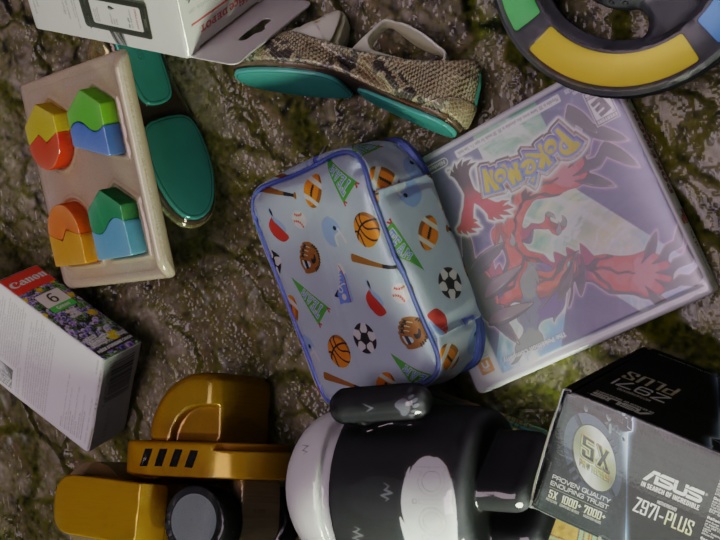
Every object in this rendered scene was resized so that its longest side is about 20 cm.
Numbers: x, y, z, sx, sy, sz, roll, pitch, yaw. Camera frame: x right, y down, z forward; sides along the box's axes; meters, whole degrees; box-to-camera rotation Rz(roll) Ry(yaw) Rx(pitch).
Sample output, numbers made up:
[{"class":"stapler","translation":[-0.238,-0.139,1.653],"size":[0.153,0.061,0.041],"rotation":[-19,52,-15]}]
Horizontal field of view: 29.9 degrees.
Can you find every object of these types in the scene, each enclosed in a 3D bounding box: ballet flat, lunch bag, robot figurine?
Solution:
[{"class":"ballet flat","translation":[-0.177,-0.124,1.134],"size":[0.071,0.071,0.200],"rotation":[-24,85,30]},{"class":"lunch bag","translation":[0.000,0.000,1.024],"size":[0.160,0.076,0.200],"rotation":[-20,89,47]},{"class":"ballet flat","translation":[0.001,-0.158,1.029],"size":[0.200,0.068,0.075],"rotation":[16,83,22]},{"class":"robot figurine","translation":[0.043,0.157,0.983],"size":[0.200,0.125,0.150],"rotation":[-3,84,28]}]

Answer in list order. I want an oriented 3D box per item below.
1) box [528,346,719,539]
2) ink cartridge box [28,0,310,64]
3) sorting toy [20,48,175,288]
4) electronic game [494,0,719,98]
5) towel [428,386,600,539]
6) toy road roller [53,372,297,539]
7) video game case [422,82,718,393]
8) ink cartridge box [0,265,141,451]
[{"class":"box","translation":[0.236,0.134,0.869],"size":[0.200,0.164,0.086],"rotation":[22,107,26]},{"class":"ink cartridge box","translation":[-0.153,-0.229,1.061],"size":[0.200,0.116,0.068],"rotation":[15,133,27]},{"class":"sorting toy","translation":[-0.229,-0.078,1.132],"size":[0.200,0.036,0.185],"rotation":[-5,99,53]},{"class":"electronic game","translation":[0.181,-0.216,0.912],"size":[0.200,0.042,0.200],"rotation":[-1,88,29]},{"class":"towel","translation":[0.120,0.186,1.025],"size":[0.200,0.022,0.147],"rotation":[19,105,25]},{"class":"toy road roller","translation":[-0.145,0.158,1.120],"size":[0.200,0.123,0.146],"rotation":[-2,81,29]},{"class":"video game case","translation":[0.133,-0.029,0.987],"size":[0.200,0.023,0.182],"rotation":[-28,83,29]},{"class":"ink cartridge box","translation":[-0.290,0.061,1.211],"size":[0.200,0.050,0.109],"rotation":[33,127,23]}]
